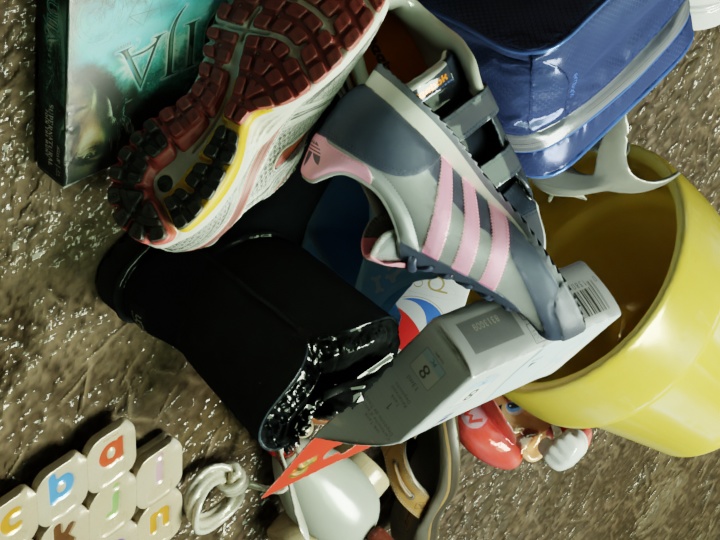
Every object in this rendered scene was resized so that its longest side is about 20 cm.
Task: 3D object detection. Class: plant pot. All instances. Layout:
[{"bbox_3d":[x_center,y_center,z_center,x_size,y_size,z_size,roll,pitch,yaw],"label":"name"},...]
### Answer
[{"bbox_3d":[0.201,0.040,1.516,0.189,0.200,0.201,37,88,-38],"label":"plant pot"}]

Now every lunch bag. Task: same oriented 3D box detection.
[{"bbox_3d":[0.122,-0.164,1.320,0.200,0.135,0.133,-41,147,-24],"label":"lunch bag"}]

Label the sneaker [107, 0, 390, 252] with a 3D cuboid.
[{"bbox_3d":[-0.058,-0.095,1.154,0.200,0.078,0.082,-48,160,2],"label":"sneaker"}]

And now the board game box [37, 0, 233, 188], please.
[{"bbox_3d":[-0.092,-0.140,1.149,0.199,0.028,0.136,-29,141,-37],"label":"board game box"}]

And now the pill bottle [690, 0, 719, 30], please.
[{"bbox_3d":[0.223,-0.255,1.398,0.111,0.110,0.201,-41,148,-21],"label":"pill bottle"}]

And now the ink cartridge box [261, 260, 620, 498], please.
[{"bbox_3d":[0.048,0.082,1.291,0.159,0.047,0.200,-20,159,-49],"label":"ink cartridge box"}]

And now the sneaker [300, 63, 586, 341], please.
[{"bbox_3d":[0.046,-0.020,1.181,0.082,0.070,0.200,-42,109,-2],"label":"sneaker"}]

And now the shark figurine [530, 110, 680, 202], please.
[{"bbox_3d":[0.133,-0.097,1.440,0.127,0.215,0.090,-28,109,10],"label":"shark figurine"}]

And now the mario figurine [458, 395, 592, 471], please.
[{"bbox_3d":[0.163,0.088,1.638,0.198,0.123,0.107,-19,101,-17],"label":"mario figurine"}]

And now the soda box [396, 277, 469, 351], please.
[{"bbox_3d":[0.043,-0.007,1.402,0.068,0.063,0.201,-84,-173,-56],"label":"soda box"}]

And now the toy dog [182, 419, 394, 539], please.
[{"bbox_3d":[-0.023,0.152,1.460,0.133,0.096,0.200,-62,151,0],"label":"toy dog"}]

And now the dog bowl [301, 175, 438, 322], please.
[{"bbox_3d":[0.000,0.000,1.336,0.049,0.112,0.201,0,128,-24],"label":"dog bowl"}]

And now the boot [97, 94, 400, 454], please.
[{"bbox_3d":[-0.034,-0.002,1.228,0.200,0.168,0.077,-43,149,-20],"label":"boot"}]

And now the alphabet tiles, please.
[{"bbox_3d":[-0.192,0.186,1.340,0.199,0.015,0.197,-34,146,-32],"label":"alphabet tiles"}]

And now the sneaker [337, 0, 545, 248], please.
[{"bbox_3d":[0.046,-0.077,1.231,0.078,0.201,0.079,-37,-177,-17],"label":"sneaker"}]

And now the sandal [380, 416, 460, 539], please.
[{"bbox_3d":[0.038,0.147,1.590,0.054,0.082,0.201,1,139,-13],"label":"sandal"}]
